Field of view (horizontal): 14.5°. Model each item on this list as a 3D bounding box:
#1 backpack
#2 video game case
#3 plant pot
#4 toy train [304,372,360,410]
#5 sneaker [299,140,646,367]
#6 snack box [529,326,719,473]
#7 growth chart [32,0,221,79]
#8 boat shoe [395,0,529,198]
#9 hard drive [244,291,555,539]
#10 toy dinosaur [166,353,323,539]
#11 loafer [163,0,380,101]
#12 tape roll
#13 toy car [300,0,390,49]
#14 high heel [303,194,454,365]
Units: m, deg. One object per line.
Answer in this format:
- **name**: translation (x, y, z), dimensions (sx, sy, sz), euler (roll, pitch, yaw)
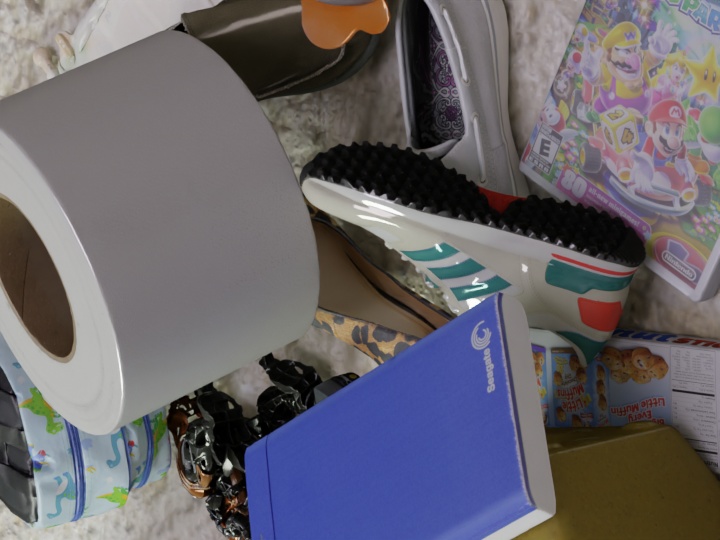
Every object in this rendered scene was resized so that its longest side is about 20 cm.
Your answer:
- **backpack**: translation (-0.205, 0.084, 1.843), dimensions (0.200, 0.153, 0.164), euler (-114, 21, -70)
- **video game case**: translation (0.174, -0.103, 1.553), dimensions (0.143, 0.018, 0.201), euler (39, 123, 29)
- **plant pot**: translation (0.108, 0.190, 1.563), dimensions (0.193, 0.195, 0.202), euler (-5, 93, 45)
- **toy train**: translation (0.003, 0.146, 1.719), dimensions (0.034, 0.046, 0.201), euler (32, 141, 45)
- **sneaker**: translation (0.055, -0.003, 1.584), dimensions (0.198, 0.070, 0.094), euler (16, 117, 5)
- **snack box**: translation (0.155, 0.071, 1.606), dimensions (0.199, 0.024, 0.072), euler (7, 107, 41)
- **growth chart**: translation (-0.129, -0.138, 1.816), dimensions (0.200, 0.018, 0.145), euler (-43, 72, 39)
- **boat shoe**: translation (0.054, -0.071, 1.633), dimensions (0.072, 0.068, 0.202), euler (9, 106, 40)
- **hard drive**: translation (0.017, 0.114, 1.536), dimensions (0.200, 0.025, 0.133), euler (-33, 49, 33)
- **toy dinosaur**: translation (-0.082, 0.119, 1.790), dimensions (0.200, 0.102, 0.136), euler (38, 143, 3)
- **loafer**: translation (-0.069, -0.131, 1.709), dimensions (0.199, 0.069, 0.076), euler (-23, 88, 41)
- **tape roll**: translation (-0.134, -0.023, 1.646), dimensions (0.203, 0.139, 0.204), euler (44, 148, 37)
- **toy car**: translation (0.008, -0.211, 1.572), dimensions (0.176, 0.184, 0.201), euler (29, 125, 33)
- **high heel**: translation (0.000, 0.000, 1.676), dimensions (0.201, 0.071, 0.142), euler (57, 150, -2)
